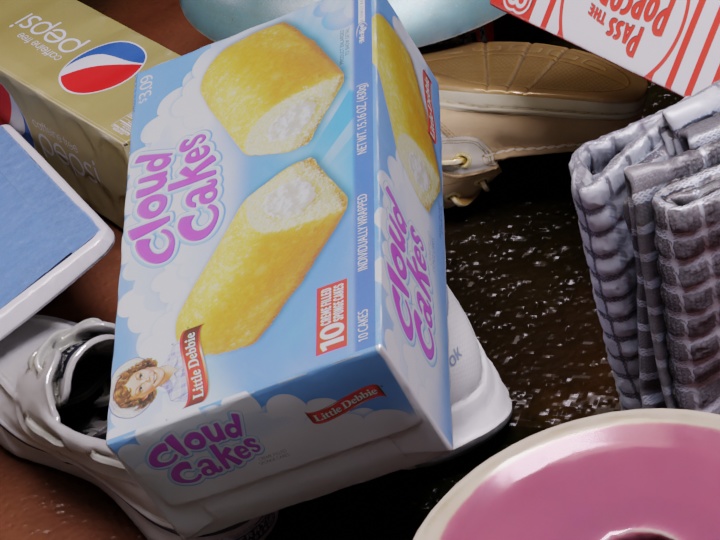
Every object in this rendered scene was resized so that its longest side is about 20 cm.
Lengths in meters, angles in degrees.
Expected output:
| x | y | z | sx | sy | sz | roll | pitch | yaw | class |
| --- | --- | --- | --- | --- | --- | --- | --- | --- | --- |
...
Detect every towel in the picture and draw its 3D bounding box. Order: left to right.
| x | y | z | sx | sy | sz | roll | pitch | yaw | class |
| --- | --- | --- | --- | --- | --- | --- | --- | --- | --- |
| 0.186 | -0.011 | 0.883 | 0.199 | 0.166 | 0.086 | -25 | 44 | -10 | towel |

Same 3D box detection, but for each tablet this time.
| x | y | z | sx | sy | sz | roll | pitch | yaw | class |
| --- | --- | --- | --- | --- | --- | --- | --- | --- | --- |
| -0.193 | -0.005 | 1.116 | 0.130 | 0.014 | 0.200 | -38 | 27 | -7 | tablet |

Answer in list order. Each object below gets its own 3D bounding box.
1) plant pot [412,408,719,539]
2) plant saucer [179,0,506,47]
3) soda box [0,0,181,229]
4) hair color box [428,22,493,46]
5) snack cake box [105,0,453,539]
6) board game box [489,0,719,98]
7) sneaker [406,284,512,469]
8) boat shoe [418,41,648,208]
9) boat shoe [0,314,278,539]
| x | y | z | sx | sy | sz | roll | pitch | yaw | class |
| --- | --- | --- | --- | --- | --- | --- | --- | --- | --- |
| 0.091 | 0.148 | 0.695 | 0.199 | 0.180 | 0.201 | -12 | 36 | 9 | plant pot |
| 0.005 | -0.165 | 1.167 | 0.199 | 0.028 | 0.201 | -9 | 34 | 6 | plant saucer |
| -0.136 | -0.082 | 1.193 | 0.064 | 0.068 | 0.200 | -33 | 38 | -22 | soda box |
| 0.016 | -0.154 | 1.232 | 0.101 | 0.062 | 0.201 | -9 | 37 | 8 | hair color box |
| -0.030 | -0.008 | 0.916 | 0.114 | 0.067 | 0.201 | -19 | 44 | 18 | snack cake box |
| 0.176 | -0.090 | 0.991 | 0.199 | 0.047 | 0.151 | 11 | 15 | -39 | board game box |
| 0.000 | 0.000 | 1.011 | 0.074 | 0.087 | 0.200 | -29 | 36 | -14 | sneaker |
| 0.036 | -0.064 | 1.097 | 0.199 | 0.070 | 0.074 | 2 | 23 | 18 | boat shoe |
| -0.110 | 0.054 | 1.001 | 0.072 | 0.066 | 0.200 | -32 | 38 | -19 | boat shoe |
